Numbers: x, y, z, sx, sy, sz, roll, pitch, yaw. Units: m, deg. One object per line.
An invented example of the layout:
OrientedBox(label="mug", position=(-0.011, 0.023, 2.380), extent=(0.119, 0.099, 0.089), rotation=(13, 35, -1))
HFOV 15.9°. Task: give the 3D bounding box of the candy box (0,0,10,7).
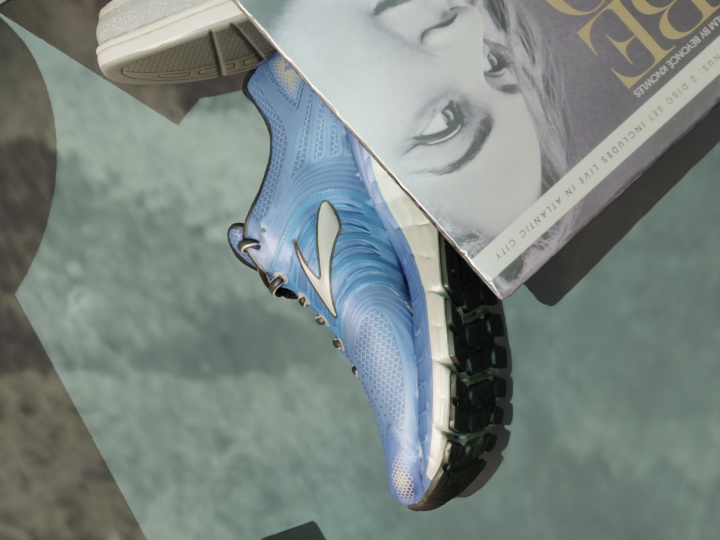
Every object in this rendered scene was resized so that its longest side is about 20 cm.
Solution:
OrientedBox(label="candy box", position=(-0.173, -0.195, 0.987), extent=(0.200, 0.168, 0.072), rotation=(34, 137, 21))

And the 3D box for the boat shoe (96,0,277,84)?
OrientedBox(label="boat shoe", position=(-0.018, -0.136, 1.033), extent=(0.202, 0.074, 0.065), rotation=(-27, 77, 5))

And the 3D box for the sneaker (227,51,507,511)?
OrientedBox(label="sneaker", position=(0.000, 0.000, 1.029), extent=(0.089, 0.079, 0.201), rotation=(-17, 77, 17))

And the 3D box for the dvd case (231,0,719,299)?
OrientedBox(label="dvd case", position=(0.042, -0.111, 0.985), extent=(0.149, 0.016, 0.200), rotation=(-42, 88, -6))
